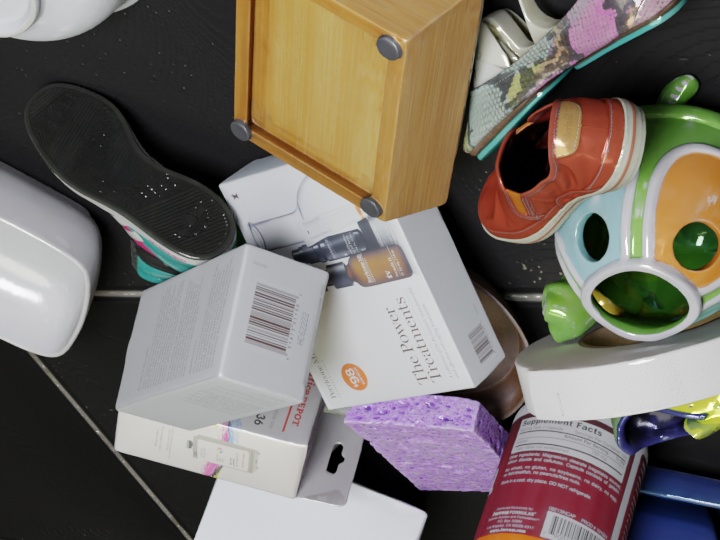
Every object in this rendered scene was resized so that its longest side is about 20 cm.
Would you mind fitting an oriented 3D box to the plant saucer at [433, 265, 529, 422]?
[{"bbox_3d":[0.047,0.049,1.289,0.200,0.035,0.201,14,136,14],"label":"plant saucer"}]

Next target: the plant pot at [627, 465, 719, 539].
[{"bbox_3d":[0.226,0.270,1.352,0.199,0.180,0.200,9,153,22],"label":"plant pot"}]

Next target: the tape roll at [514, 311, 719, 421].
[{"bbox_3d":[0.203,0.054,1.085,0.202,0.203,0.037,-10,98,39],"label":"tape roll"}]

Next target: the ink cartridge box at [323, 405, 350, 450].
[{"bbox_3d":[-0.050,0.070,1.402,0.162,0.057,0.200,32,125,-12],"label":"ink cartridge box"}]

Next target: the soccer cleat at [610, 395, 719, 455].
[{"bbox_3d":[0.272,0.088,1.169,0.200,0.084,0.065,-22,124,36],"label":"soccer cleat"}]

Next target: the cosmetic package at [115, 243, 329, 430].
[{"bbox_3d":[-0.107,0.055,1.195,0.071,0.102,0.200,20,161,-26],"label":"cosmetic package"}]

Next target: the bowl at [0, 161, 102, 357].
[{"bbox_3d":[-0.317,-0.024,1.391,0.199,0.075,0.200,27,145,-5],"label":"bowl"}]

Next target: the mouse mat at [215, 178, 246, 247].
[{"bbox_3d":[-0.017,-0.002,1.239,0.199,0.008,0.161,-1,116,36],"label":"mouse mat"}]

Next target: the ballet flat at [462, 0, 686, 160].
[{"bbox_3d":[0.115,-0.143,0.985,0.071,0.069,0.200,48,138,-4],"label":"ballet flat"}]

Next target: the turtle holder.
[{"bbox_3d":[0.179,-0.026,1.036,0.185,0.132,0.141,-8,136,38],"label":"turtle holder"}]

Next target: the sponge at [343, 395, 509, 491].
[{"bbox_3d":[0.072,0.147,1.327,0.111,0.030,0.200,1,157,22],"label":"sponge"}]

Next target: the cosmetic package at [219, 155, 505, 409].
[{"bbox_3d":[0.000,0.000,1.190,0.150,0.052,0.200,-13,109,44],"label":"cosmetic package"}]

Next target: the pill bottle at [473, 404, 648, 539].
[{"bbox_3d":[0.161,0.172,1.254,0.113,0.200,0.113,16,146,11],"label":"pill bottle"}]

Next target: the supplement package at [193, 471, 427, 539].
[{"bbox_3d":[-0.050,0.261,1.492,0.191,0.148,0.200,21,172,5],"label":"supplement package"}]

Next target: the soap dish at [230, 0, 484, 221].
[{"bbox_3d":[-0.008,-0.134,1.012,0.157,0.081,0.200,32,147,18],"label":"soap dish"}]

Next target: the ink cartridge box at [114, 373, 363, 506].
[{"bbox_3d":[-0.093,0.117,1.345,0.199,0.117,0.068,15,129,2],"label":"ink cartridge box"}]

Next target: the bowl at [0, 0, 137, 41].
[{"bbox_3d":[-0.239,-0.220,1.063,0.200,0.091,0.201,15,145,11],"label":"bowl"}]

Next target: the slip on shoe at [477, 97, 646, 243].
[{"bbox_3d":[0.110,-0.065,0.993,0.061,0.074,0.200,9,168,-14],"label":"slip on shoe"}]

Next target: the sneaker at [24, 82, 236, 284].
[{"bbox_3d":[-0.175,-0.059,1.257,0.200,0.084,0.121,40,164,12],"label":"sneaker"}]
